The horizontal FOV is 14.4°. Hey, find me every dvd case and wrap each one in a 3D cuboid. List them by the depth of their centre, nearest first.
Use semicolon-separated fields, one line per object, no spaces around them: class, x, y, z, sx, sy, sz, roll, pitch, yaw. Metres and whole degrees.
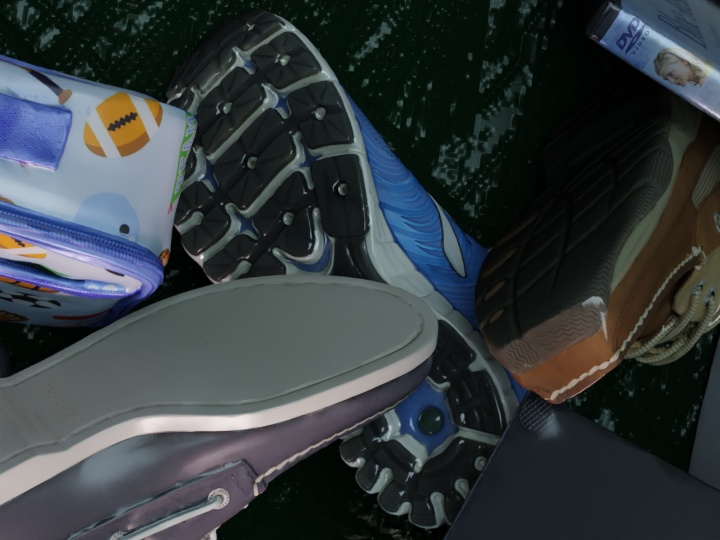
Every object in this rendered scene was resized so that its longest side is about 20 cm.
dvd case;0.160;-0.052;0.989;0.200;0.143;0.018;31;107;-8

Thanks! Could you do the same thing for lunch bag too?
lunch bag;-0.157;-0.039;0.906;0.199;0.160;0.076;15;81;-12

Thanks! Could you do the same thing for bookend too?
bookend;0.127;0.144;0.961;0.199;0.199;0.092;29;81;12

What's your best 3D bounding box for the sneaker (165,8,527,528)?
sneaker;0.000;0.000;0.990;0.078;0.089;0.201;-34;76;17

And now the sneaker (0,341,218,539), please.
sneaker;-0.074;0.099;0.962;0.200;0.077;0.084;41;77;-12

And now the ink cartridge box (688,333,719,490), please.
ink cartridge box;0.211;0.064;0.959;0.145;0.200;0.084;15;89;-10

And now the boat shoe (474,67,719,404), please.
boat shoe;0.097;-0.008;0.956;0.076;0.200;0.074;-32;103;28

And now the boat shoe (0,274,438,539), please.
boat shoe;-0.068;0.058;0.912;0.199;0.073;0.063;-19;126;-13
